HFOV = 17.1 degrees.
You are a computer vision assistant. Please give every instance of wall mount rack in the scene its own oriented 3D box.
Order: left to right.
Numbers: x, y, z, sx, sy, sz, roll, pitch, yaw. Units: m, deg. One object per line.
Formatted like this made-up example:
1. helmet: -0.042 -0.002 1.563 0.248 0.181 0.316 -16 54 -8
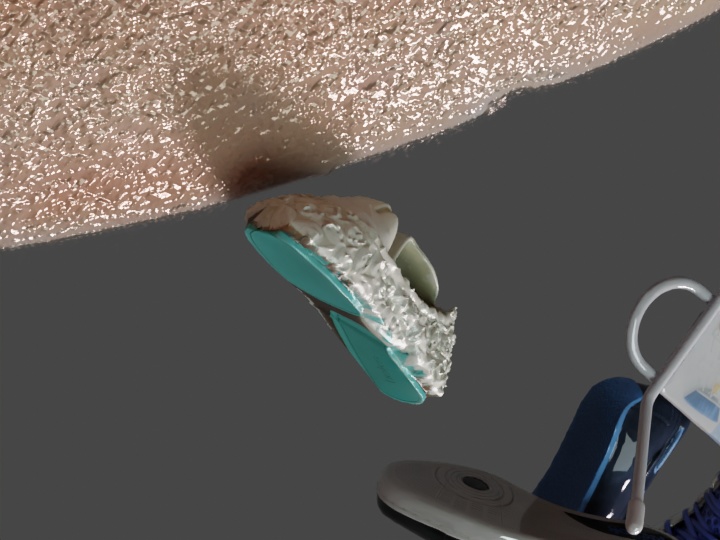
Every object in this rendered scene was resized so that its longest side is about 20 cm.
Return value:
1. wall mount rack: 0.225 0.101 1.427 0.200 0.075 0.174 39 84 -32

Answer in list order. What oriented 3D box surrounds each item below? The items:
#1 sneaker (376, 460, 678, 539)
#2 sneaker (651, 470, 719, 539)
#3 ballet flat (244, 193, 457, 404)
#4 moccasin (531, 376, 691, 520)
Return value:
1. sneaker: 0.091 0.192 1.421 0.200 0.073 0.112 18 111 -8
2. sneaker: 0.243 0.173 1.578 0.115 0.081 0.200 -18 142 -23
3. ballet flat: 0.000 0.000 1.233 0.072 0.072 0.200 -34 145 2
4. moccasin: 0.146 0.158 1.484 0.068 0.081 0.200 10 128 -25
